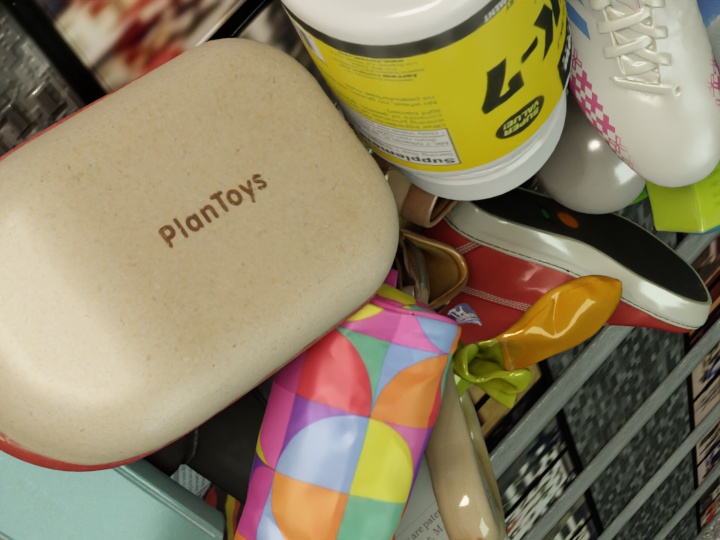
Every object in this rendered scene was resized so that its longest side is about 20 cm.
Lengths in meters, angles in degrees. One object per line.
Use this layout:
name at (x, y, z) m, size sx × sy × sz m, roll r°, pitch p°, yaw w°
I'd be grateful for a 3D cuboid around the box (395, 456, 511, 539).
box at (-0.017, 0.223, 1.023) m, size 0.200 × 0.131 × 0.199 m, roll -39°, pitch 180°, yaw -21°

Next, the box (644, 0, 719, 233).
box at (0.187, -0.135, 0.846) m, size 0.121 × 0.048 × 0.202 m, roll -23°, pitch 104°, yaw -24°

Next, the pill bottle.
pill bottle at (0.033, -0.111, 0.701) m, size 0.114 × 0.114 × 0.200 m, roll -47°, pitch 158°, yaw -5°

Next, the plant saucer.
plant saucer at (-0.138, 0.092, 0.691) m, size 0.200 × 0.019 × 0.070 m, roll 42°, pitch 81°, yaw -35°

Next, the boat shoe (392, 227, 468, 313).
boat shoe at (0.000, 0.000, 0.843) m, size 0.067 × 0.073 × 0.200 m, roll -18°, pitch 172°, yaw 21°

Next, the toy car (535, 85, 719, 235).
toy car at (0.209, -0.108, 0.974) m, size 0.174 × 0.150 × 0.201 m, roll -27°, pitch 146°, yaw -42°

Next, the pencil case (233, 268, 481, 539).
pencil case at (-0.014, 0.097, 0.739) m, size 0.088 × 0.088 × 0.202 m, roll 13°, pitch 96°, yaw -65°

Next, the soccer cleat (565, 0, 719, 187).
soccer cleat at (0.119, -0.131, 0.747) m, size 0.069 × 0.202 × 0.086 m, roll -20°, pitch -174°, yaw 7°

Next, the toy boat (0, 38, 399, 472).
toy boat at (-0.089, 0.002, 0.669) m, size 0.199 × 0.131 × 0.131 m, roll -34°, pitch 176°, yaw -31°

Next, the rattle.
rattle at (0.095, 0.107, 0.877) m, size 0.141 × 0.201 × 0.132 m, roll -6°, pitch 122°, yaw -5°

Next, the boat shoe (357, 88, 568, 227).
boat shoe at (0.077, -0.100, 0.851) m, size 0.200 × 0.072 × 0.076 m, roll -47°, pitch 157°, yaw -7°

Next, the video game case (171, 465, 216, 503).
video game case at (-0.105, 0.127, 0.907) m, size 0.181 × 0.045 × 0.201 m, roll -37°, pitch 154°, yaw -30°

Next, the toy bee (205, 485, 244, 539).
toy bee at (-0.006, 0.197, 0.866) m, size 0.108 × 0.201 × 0.131 m, roll -18°, pitch -161°, yaw 36°

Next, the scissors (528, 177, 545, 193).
scissors at (0.117, -0.050, 1.082) m, size 0.201 × 0.014 × 0.073 m, roll -51°, pitch 150°, yaw -2°

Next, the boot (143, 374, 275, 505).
boot at (-0.117, 0.114, 0.756) m, size 0.200 × 0.166 × 0.065 m, roll -40°, pitch -160°, yaw -30°

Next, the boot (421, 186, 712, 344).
boot at (0.112, 0.030, 1.024) m, size 0.198 × 0.073 × 0.145 m, roll 17°, pitch 120°, yaw -19°
